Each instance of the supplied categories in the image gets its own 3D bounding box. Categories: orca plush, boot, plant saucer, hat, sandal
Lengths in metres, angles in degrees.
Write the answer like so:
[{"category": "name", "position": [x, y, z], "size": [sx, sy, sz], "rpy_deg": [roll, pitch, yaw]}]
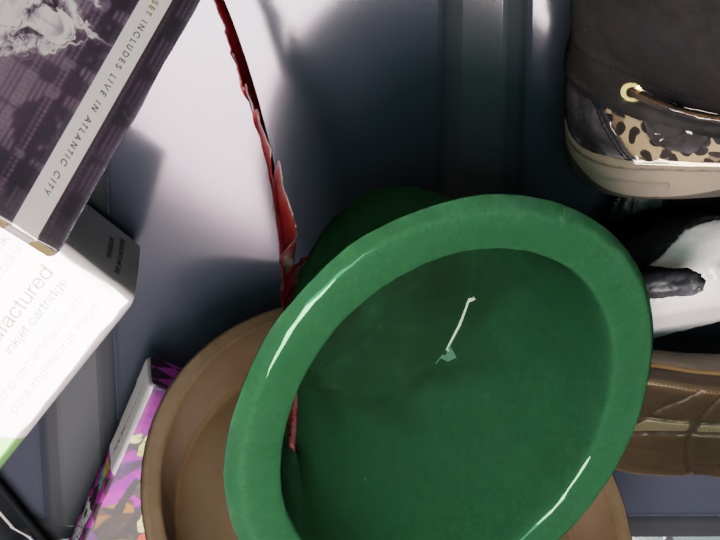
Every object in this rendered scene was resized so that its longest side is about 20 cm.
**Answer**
[{"category": "orca plush", "position": [0.128, -0.018, 0.888], "size": [0.199, 0.105, 0.071], "rpy_deg": [-16, 78, 15]}, {"category": "boot", "position": [0.163, -0.103, 0.825], "size": [0.199, 0.073, 0.151], "rpy_deg": [-4, 136, 13]}, {"category": "plant saucer", "position": [0.010, 0.100, 0.882], "size": [0.199, 0.201, 0.030], "rpy_deg": [19, 140, -8]}, {"category": "hat", "position": [0.000, 0.000, 0.862], "size": [0.165, 0.176, 0.201], "rpy_deg": [2, 118, -29]}, {"category": "sandal", "position": [0.166, 0.056, 0.924], "size": [0.199, 0.055, 0.082], "rpy_deg": [11, 138, -12]}]

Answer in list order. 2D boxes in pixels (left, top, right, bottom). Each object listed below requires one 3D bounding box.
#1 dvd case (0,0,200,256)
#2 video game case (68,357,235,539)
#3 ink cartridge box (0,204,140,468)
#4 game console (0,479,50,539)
[{"category": "dvd case", "position": [-0.160, -0.119, 0.828], "size": [0.200, 0.016, 0.149], "rpy_deg": [32, 71, -13]}, {"category": "video game case", "position": [-0.032, 0.152, 0.962], "size": [0.199, 0.036, 0.182], "rpy_deg": [22, 106, -13]}, {"category": "ink cartridge box", "position": [-0.206, -0.005, 0.873], "size": [0.200, 0.084, 0.145], "rpy_deg": [38, 99, -12]}, {"category": "game console", "position": [-0.207, 0.158, 0.977], "size": [0.177, 0.031, 0.200], "rpy_deg": [-32, 109, 12]}]
